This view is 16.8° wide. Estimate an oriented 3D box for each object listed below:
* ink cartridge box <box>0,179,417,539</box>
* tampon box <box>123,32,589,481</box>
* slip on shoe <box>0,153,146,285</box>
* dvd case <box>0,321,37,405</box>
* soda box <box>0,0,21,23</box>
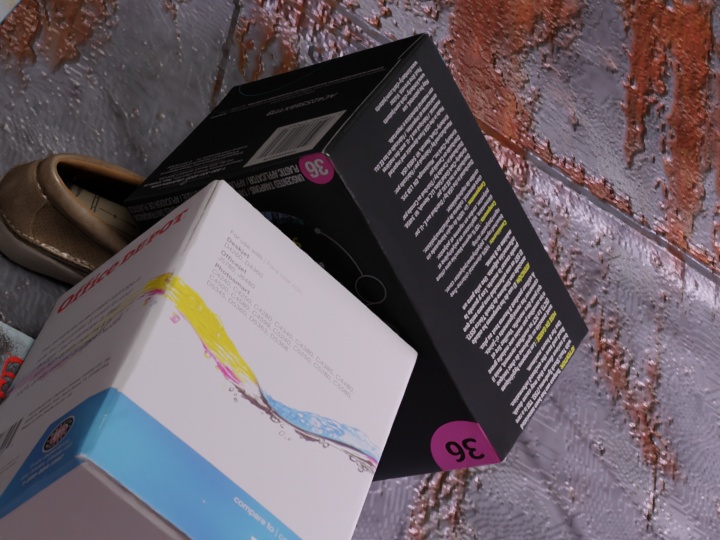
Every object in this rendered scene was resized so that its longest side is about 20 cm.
[{"bbox_3d":[-0.091,0.091,1.196,0.146,0.147,0.200,41,42,-17],"label":"ink cartridge box"},{"bbox_3d":[0.000,0.000,1.317,0.200,0.150,0.126,60,42,-20],"label":"tampon box"},{"bbox_3d":[-0.109,-0.015,1.351,0.200,0.061,0.076,25,48,-30],"label":"slip on shoe"},{"bbox_3d":[-0.186,0.093,1.233,0.200,0.022,0.146,30,45,-24],"label":"dvd case"},{"bbox_3d":[-0.228,-0.145,1.321,0.064,0.068,0.200,43,42,-12],"label":"soda box"}]
